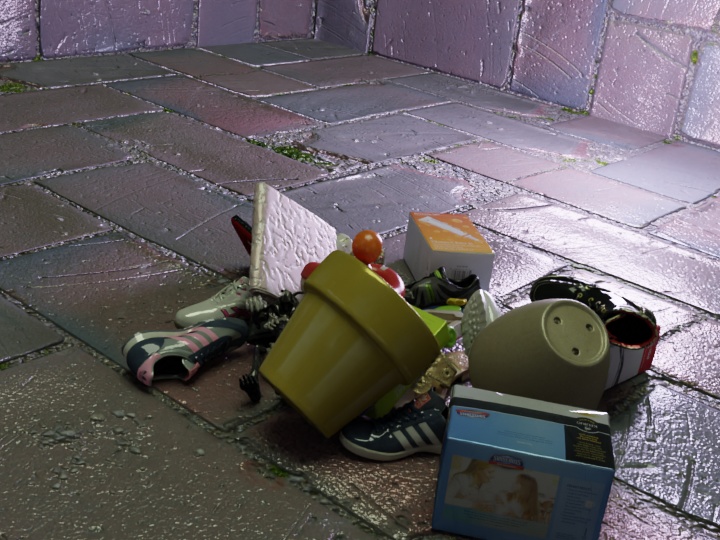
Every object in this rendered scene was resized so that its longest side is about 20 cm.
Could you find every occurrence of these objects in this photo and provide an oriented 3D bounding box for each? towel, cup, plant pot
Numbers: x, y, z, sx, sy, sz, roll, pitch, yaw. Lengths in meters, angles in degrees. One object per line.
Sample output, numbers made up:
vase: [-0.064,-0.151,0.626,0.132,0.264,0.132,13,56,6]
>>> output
towel: [-0.109,-0.020,1.577,0.190,0.032,0.202,31,46,-42]
cup: [0.269,0.121,1.343,0.197,0.144,0.203,10,56,-14]
plant pot: [-0.026,0.109,1.275,0.189,0.201,0.200,-48,44,-11]

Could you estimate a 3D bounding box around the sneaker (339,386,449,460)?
sneaker: [0.070,0.198,1.286,0.197,0.086,0.075,0,24,-17]

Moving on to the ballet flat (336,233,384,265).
ballet flat: [-0.025,-0.033,1.749,0.075,0.065,0.199,32,12,36]

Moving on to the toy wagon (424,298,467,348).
toy wagon: [0.114,0.090,1.573,0.154,0.040,0.199,3,15,37]

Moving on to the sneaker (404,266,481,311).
sneaker: [0.120,0.031,1.695,0.197,0.084,0.071,1,23,-15]

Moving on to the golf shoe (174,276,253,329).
golf shoe: [-0.207,0.050,1.543,0.198,0.093,0.072,-12,29,-35]

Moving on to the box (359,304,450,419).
box: [0.026,0.131,1.399,0.121,0.048,0.200,23,56,36]

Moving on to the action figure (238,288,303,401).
action figure: [-0.113,0.087,1.396,0.117,0.103,0.202,10,50,-2]

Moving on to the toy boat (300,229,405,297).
toy boat: [0.000,0.000,1.537,0.129,0.132,0.199,23,6,28]

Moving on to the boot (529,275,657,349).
boot: [0.350,0.060,1.447,0.201,0.074,0.154,19,7,12]

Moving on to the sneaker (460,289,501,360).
sneaker: [0.210,0.122,1.460,0.079,0.077,0.202,2,58,-22]

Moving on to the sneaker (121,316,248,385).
sneaker: [-0.244,0.125,1.409,0.198,0.071,0.082,-11,46,-32]

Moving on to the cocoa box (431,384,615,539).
cocoa box: [0.194,0.241,1.161,0.197,0.135,0.131,10,23,6]

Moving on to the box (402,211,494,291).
box: [0.164,-0.030,1.832,0.122,0.099,0.200,2,23,-12]

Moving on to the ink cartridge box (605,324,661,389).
ink cartridge box: [0.370,0.118,1.567,0.198,0.084,0.146,-14,32,-42]

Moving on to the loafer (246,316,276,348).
loafer: [-0.081,0.110,1.488,0.198,0.068,0.071,14,57,8]

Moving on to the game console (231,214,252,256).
game console: [-0.119,-0.028,1.722,0.118,0.174,0.200,-35,37,-13]

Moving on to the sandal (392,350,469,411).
sandal: [0.113,0.144,1.446,0.077,0.071,0.211,21,27,30]
